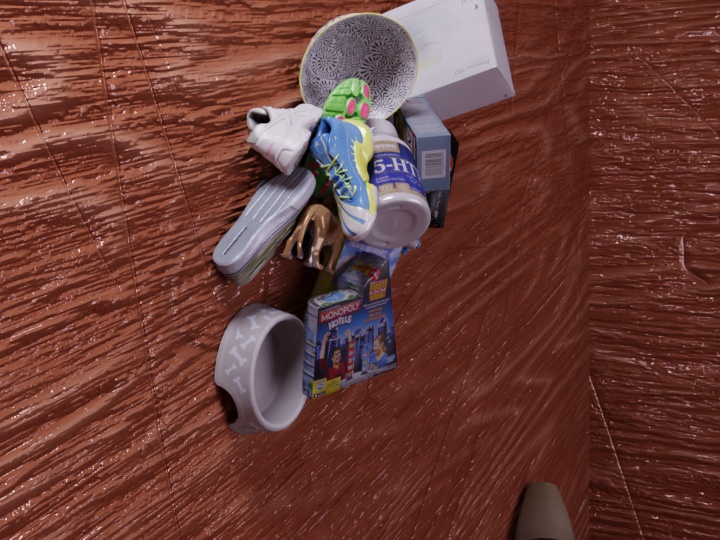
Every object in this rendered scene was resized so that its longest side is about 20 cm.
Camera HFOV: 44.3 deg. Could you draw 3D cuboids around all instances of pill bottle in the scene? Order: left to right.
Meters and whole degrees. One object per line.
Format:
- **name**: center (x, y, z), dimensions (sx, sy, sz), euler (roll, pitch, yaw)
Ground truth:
- **pill bottle**: center (0.035, -0.145, 1.419), dimensions (0.120, 0.119, 0.201), euler (56, 16, -50)

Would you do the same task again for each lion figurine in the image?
- **lion figurine**: center (-0.059, -0.064, 1.333), dimensions (0.200, 0.072, 0.123), euler (28, 80, -86)

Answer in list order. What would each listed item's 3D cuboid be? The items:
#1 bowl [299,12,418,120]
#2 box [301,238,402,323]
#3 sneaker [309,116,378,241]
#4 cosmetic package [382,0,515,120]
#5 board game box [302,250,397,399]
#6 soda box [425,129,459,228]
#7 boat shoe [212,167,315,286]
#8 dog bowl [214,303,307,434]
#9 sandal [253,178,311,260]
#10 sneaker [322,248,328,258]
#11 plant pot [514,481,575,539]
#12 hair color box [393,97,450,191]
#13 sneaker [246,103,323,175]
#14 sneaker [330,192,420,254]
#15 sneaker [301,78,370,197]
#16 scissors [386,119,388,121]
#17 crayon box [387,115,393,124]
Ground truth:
- **bowl**: center (-0.015, -0.339, 1.436), dimensions (0.094, 0.200, 0.201), euler (61, -4, 48)
- **box**: center (-0.014, 0.025, 1.467), dimensions (0.122, 0.048, 0.201), euler (14, 100, -38)
- **sneaker**: center (-0.033, -0.141, 1.306), dimensions (0.105, 0.076, 0.201), euler (19, 55, -35)
- **cosmetic package**: center (0.162, -0.403, 1.646), dimensions (0.123, 0.198, 0.201), euler (29, 49, -60)
- **board game box**: center (-0.018, 0.078, 1.398), dimensions (0.199, 0.061, 0.201), euler (-13, 113, -46)
- **soda box**: center (0.153, -0.193, 1.858), dimensions (0.071, 0.063, 0.201), euler (41, 58, -58)
- **boat shoe**: center (-0.135, -0.065, 1.279), dimensions (0.200, 0.072, 0.062), euler (-49, 145, -18)
- **dog bowl**: center (-0.139, 0.151, 1.335), dimensions (0.200, 0.058, 0.201), euler (-13, 104, -63)
- **sandal**: center (-0.106, -0.082, 1.385), dimensions (0.200, 0.043, 0.076), euler (45, 55, -56)
- **sneaker**: center (0.000, 0.000, 1.555), dimensions (0.074, 0.087, 0.200), euler (-65, 146, -35)
- **plant pot**: center (0.554, 0.752, 2.671), dimensions (0.188, 0.186, 0.201), euler (63, 26, -45)
- **hair color box**: center (0.103, -0.220, 1.523), dimensions (0.200, 0.060, 0.099), euler (-108, -166, -61)
- **sneaker**: center (-0.117, -0.218, 1.312), dimensions (0.078, 0.099, 0.200), euler (-58, -172, 23)
- **sneaker**: center (0.037, -0.090, 1.539), dimensions (0.081, 0.146, 0.200), euler (-58, 153, 0)
- **sneaker**: center (-0.050, -0.216, 1.410), dimensions (0.076, 0.084, 0.201), euler (25, 96, -24)
- **scissors**: center (0.032, -0.289, 1.555), dimensions (0.073, 0.014, 0.201), euler (-40, 127, -54)
- **crayon box**: center (0.010, -0.333, 1.572), dimensions (0.127, 0.051, 0.201), euler (-35, 124, -57)
